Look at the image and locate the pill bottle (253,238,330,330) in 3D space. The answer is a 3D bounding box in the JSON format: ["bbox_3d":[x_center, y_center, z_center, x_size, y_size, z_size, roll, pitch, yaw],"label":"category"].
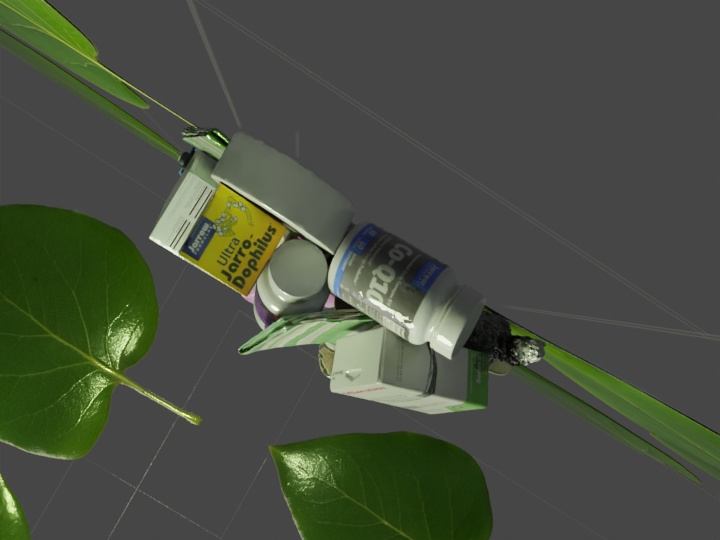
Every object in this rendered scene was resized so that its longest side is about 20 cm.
[{"bbox_3d":[-0.101,0.028,1.028,0.110,0.113,0.200,31,159,1],"label":"pill bottle"}]

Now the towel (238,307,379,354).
[{"bbox_3d":[-0.062,0.090,1.026,0.196,0.024,0.152,-4,161,-38],"label":"towel"}]

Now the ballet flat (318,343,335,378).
[{"bbox_3d":[-0.036,0.105,1.296,0.066,0.202,0.077,11,132,8],"label":"ballet flat"}]

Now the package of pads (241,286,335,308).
[{"bbox_3d":[-0.119,0.028,1.313,0.197,0.077,0.120,-14,145,39],"label":"package of pads"}]

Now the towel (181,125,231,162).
[{"bbox_3d":[-0.203,-0.187,1.112,0.148,0.031,0.199,31,176,-27],"label":"towel"}]

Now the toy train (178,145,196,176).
[{"bbox_3d":[-0.286,-0.182,1.443,0.197,0.088,0.114,32,-177,2],"label":"toy train"}]

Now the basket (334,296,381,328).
[{"bbox_3d":[0.047,0.093,1.267,0.133,0.183,0.200,4,149,36],"label":"basket"}]

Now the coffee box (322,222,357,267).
[{"bbox_3d":[0.000,0.000,1.137,0.197,0.116,0.080,30,176,18],"label":"coffee box"}]

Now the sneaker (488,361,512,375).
[{"bbox_3d":[0.236,0.137,1.452,0.199,0.075,0.106,41,-177,7],"label":"sneaker"}]

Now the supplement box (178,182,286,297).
[{"bbox_3d":[-0.187,-0.046,0.993,0.108,0.110,0.200,32,177,-13],"label":"supplement box"}]

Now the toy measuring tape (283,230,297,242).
[{"bbox_3d":[-0.115,-0.085,1.133,0.073,0.074,0.201,33,-167,-34],"label":"toy measuring tape"}]

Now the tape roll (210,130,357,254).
[{"bbox_3d":[-0.103,-0.104,0.939,0.200,0.072,0.202,32,177,2],"label":"tape roll"}]

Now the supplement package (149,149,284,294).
[{"bbox_3d":[-0.248,-0.099,1.260,0.198,0.148,0.192,32,-161,-19],"label":"supplement package"}]

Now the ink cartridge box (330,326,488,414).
[{"bbox_3d":[0.073,0.154,1.038,0.196,0.086,0.144,18,158,-29],"label":"ink cartridge box"}]

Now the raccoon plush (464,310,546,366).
[{"bbox_3d":[0.183,0.073,1.072,0.134,0.098,0.198,45,146,-23],"label":"raccoon plush"}]

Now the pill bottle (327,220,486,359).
[{"bbox_3d":[0.063,0.027,0.936,0.197,0.115,0.114,30,177,19],"label":"pill bottle"}]
